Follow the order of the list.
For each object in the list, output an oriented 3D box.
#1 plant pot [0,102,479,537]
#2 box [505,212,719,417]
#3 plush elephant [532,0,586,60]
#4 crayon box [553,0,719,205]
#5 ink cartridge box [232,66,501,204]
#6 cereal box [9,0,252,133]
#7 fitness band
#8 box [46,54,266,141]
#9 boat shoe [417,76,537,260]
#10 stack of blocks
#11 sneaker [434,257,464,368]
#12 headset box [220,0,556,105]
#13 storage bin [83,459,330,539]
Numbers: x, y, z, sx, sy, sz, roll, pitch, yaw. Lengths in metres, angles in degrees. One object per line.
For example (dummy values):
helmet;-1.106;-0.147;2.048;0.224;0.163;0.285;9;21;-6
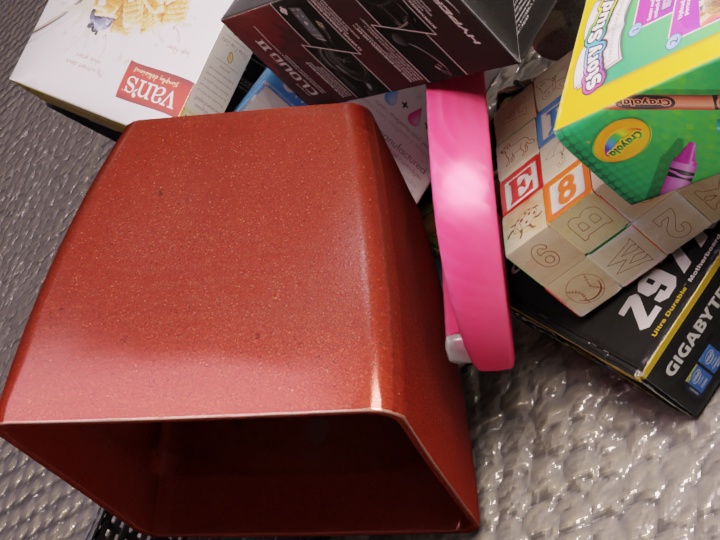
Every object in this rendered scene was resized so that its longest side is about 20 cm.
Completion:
plant pot;-0.048;0.026;0.815;0.197;0.200;0.178;-3;65;15
box;0.169;-0.040;0.813;0.201;0.049;0.159;-56;29;0
plush elephant;0.142;-0.248;0.848;0.163;0.155;0.202;-15;51;33
crayon box;0.163;-0.138;0.685;0.118;0.058;0.202;-22;41;46
ink cartridge box;0.017;-0.126;0.961;0.068;0.115;0.201;-38;16;52
cereal box;-0.109;-0.177;0.920;0.143;0.039;0.202;21;83;35
fitness band;0.053;-0.040;0.804;0.037;0.145;0.201;-6;40;5
box;-0.098;-0.197;1.081;0.197;0.123;0.203;-8;67;40
boat shoe;0.111;-0.080;0.926;0.200;0.068;0.072;-47;28;17
stack of blocks;0.158;-0.083;0.760;0.199;0.058;0.116;-37;32;30
sneaker;0.000;0.000;0.982;0.075;0.084;0.200;-55;39;-2
headset box;0.028;-0.168;0.780;0.199;0.077;0.150;-1;52;56
storage bin;-0.090;0.149;0.976;0.135;0.093;0.202;-12;49;54
